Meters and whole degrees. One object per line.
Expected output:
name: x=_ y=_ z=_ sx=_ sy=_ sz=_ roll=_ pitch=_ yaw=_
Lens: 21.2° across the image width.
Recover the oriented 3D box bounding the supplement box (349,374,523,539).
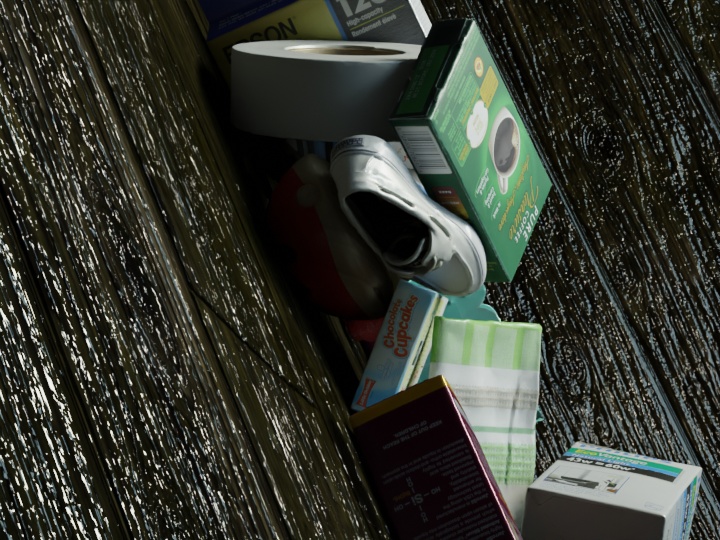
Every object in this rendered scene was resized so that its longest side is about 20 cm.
supplement box: x=0.074 y=0.199 z=1.518 sx=0.110 sy=0.086 sz=0.200 roll=58 pitch=8 yaw=-63

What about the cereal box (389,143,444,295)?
cereal box: x=0.046 y=-0.068 z=1.792 sx=0.200 sy=0.144 sz=0.040 roll=23 pitch=-27 yaw=40

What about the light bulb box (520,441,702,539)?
light bulb box: x=0.214 y=0.273 z=1.707 sx=0.200 sy=0.125 sz=0.199 roll=-21 pitch=120 yaw=-70

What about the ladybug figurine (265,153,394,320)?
ladybug figurine: x=-0.029 y=-0.022 z=1.628 sx=0.200 sy=0.072 sz=0.136 roll=59 pitch=7 yaw=-60

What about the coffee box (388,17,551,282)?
coffee box: x=0.095 y=-0.098 z=1.628 sx=0.200 sy=0.044 sz=0.123 roll=59 pitch=43 yaw=-40

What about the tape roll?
tape roll: x=-0.014 y=-0.159 z=1.687 sx=0.202 sy=0.202 sz=0.071 roll=-94 pitch=-175 yaw=-79

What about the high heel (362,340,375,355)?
high heel: x=-0.003 y=0.023 z=1.983 sx=0.200 sy=0.067 sz=0.096 roll=62 pitch=-26 yaw=8

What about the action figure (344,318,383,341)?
action figure: x=0.000 y=0.000 z=1.896 sx=0.200 sy=0.065 sz=0.099 roll=66 pitch=16 yaw=12

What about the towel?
towel: x=0.108 y=0.143 z=1.672 sx=0.149 sy=0.031 sz=0.200 roll=6 pitch=88 yaw=-50

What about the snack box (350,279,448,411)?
snack box: x=0.036 y=0.070 z=1.681 sx=0.037 sy=0.116 sz=0.200 roll=21 pitch=-1 yaw=6

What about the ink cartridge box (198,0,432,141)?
ink cartridge box: x=-0.037 y=-0.216 z=1.802 sx=0.200 sy=0.197 sz=0.047 roll=62 pitch=18 yaw=-16

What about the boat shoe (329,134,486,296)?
boat shoe: x=0.041 y=-0.028 z=1.566 sx=0.200 sy=0.072 sz=0.066 roll=52 pitch=29 yaw=-43

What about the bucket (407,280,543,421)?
bucket: x=0.099 y=0.097 z=2.109 sx=0.207 sy=0.135 sz=0.207 roll=-25 pitch=90 yaw=-87

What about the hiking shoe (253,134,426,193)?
hiking shoe: x=-0.016 y=-0.093 z=1.769 sx=0.200 sy=0.087 sz=0.074 roll=38 pitch=-30 yaw=29
